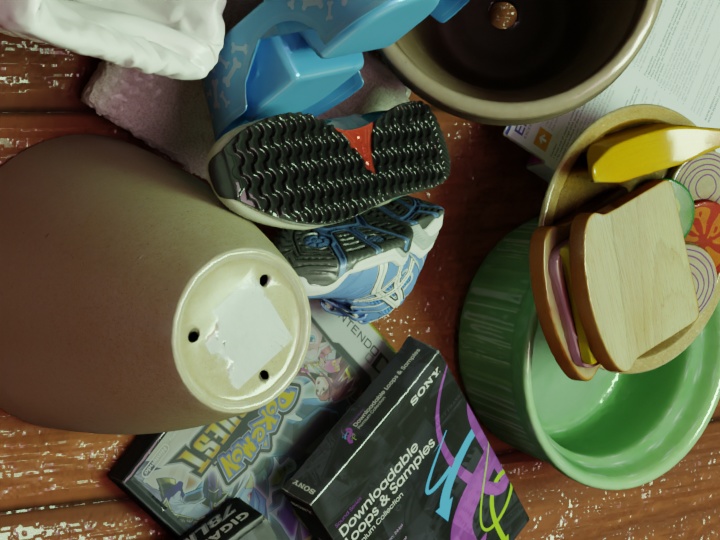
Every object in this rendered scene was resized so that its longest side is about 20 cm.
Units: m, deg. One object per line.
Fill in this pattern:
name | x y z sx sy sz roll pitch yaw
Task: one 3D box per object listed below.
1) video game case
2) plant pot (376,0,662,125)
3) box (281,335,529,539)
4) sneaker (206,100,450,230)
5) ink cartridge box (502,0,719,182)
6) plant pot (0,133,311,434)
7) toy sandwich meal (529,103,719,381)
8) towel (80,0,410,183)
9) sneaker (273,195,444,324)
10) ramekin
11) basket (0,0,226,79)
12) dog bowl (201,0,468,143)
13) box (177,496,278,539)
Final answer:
video game case | -0.050 0.116 1.383 0.201 0.025 0.181 -53 123 -17
plant pot | 0.096 -0.184 1.331 0.198 0.175 0.203 0 84 4
box | 0.036 0.163 1.417 0.143 0.036 0.201 -49 134 -20
sneaker | -0.035 -0.056 1.246 0.199 0.093 0.071 -15 87 -49
ink cartridge box | 0.200 -0.143 1.511 0.199 0.043 0.198 30 79 -32
plant pot | -0.120 0.020 1.211 0.186 0.199 0.189 -6 100 -35
toy sandwich meal | 0.197 -0.018 1.388 0.204 0.070 0.208 -5 99 -35
towel | -0.067 -0.113 1.303 0.199 0.035 0.133 30 103 -34
sneaker | 0.000 0.000 1.317 0.200 0.075 0.078 -18 125 -64
ramekin | 0.166 0.051 1.482 0.198 0.097 0.202 -6 101 -35
basket | -0.174 -0.221 1.123 0.198 0.159 0.202 6 94 -65
dog bowl | -0.019 -0.141 1.198 0.111 0.199 0.050 -18 78 -49
box | -0.108 0.286 1.338 0.198 0.050 0.201 -35 117 -20
